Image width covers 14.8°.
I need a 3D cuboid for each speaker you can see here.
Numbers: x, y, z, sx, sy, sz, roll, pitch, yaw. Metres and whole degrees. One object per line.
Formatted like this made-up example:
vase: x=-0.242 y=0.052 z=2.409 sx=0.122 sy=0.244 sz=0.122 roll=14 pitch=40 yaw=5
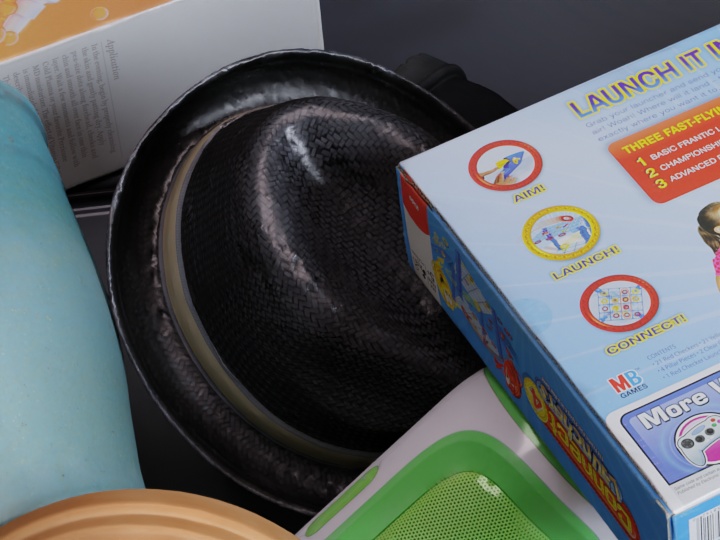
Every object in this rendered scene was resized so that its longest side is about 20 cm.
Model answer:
speaker: x=0.012 y=0.123 z=1.038 sx=0.200 sy=0.088 sz=0.089 roll=-43 pitch=55 yaw=9

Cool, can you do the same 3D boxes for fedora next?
fedora: x=0.000 y=0.000 z=1.087 sx=0.200 sy=0.092 sz=0.201 roll=3 pitch=79 yaw=-13

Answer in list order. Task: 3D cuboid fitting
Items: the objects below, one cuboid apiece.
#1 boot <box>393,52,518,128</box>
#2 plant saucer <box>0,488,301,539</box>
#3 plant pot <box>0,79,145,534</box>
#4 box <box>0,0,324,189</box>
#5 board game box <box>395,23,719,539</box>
boot: x=0.047 y=-0.004 z=1.191 sx=0.168 sy=0.077 sz=0.200 roll=25 pitch=51 yaw=26
plant saucer: x=-0.078 y=0.180 z=0.992 sx=0.199 sy=0.201 sz=0.037 roll=0 pitch=9 yaw=4
plant pot: x=-0.176 y=0.054 z=1.096 sx=0.200 sy=0.200 sz=0.188 roll=-25 pitch=65 yaw=-15
box: x=-0.132 y=-0.120 z=1.284 sx=0.199 sy=0.098 sz=0.125 roll=-21 pitch=53 yaw=-13
board game box: x=0.145 y=0.000 z=0.984 sx=0.199 sy=0.056 sz=0.196 roll=-23 pitch=46 yaw=-14
